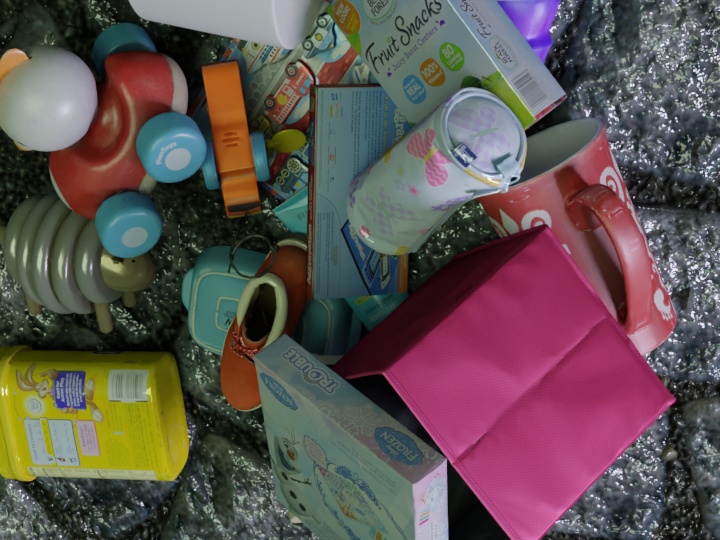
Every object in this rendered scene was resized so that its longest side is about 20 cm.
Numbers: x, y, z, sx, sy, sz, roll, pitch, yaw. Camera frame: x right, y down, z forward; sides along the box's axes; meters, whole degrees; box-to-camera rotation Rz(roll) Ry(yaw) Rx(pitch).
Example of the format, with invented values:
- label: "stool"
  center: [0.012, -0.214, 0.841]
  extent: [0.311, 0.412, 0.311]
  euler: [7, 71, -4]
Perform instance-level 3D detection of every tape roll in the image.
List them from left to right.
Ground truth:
- label: "tape roll"
  center: [-0.106, -0.303, 1.167]
  extent: [0.138, 0.203, 0.204]
  euler: [13, 114, 11]

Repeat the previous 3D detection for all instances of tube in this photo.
- label: "tube"
  center: [0.000, 0.000, 1.344]
  extent: [0.077, 0.050, 0.201]
  euler: [-34, 97, 4]

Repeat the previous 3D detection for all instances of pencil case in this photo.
- label: "pencil case"
  center: [0.064, -0.082, 1.186]
  extent: [0.091, 0.083, 0.200]
  euler: [44, 147, -8]

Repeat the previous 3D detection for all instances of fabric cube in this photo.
- label: "fabric cube"
  center: [0.110, 0.109, 1.188]
  extent: [0.201, 0.199, 0.196]
  euler: [52, 158, -5]

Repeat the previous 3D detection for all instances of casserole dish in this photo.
- label: "casserole dish"
  center: [-0.098, 0.047, 1.395]
  extent: [0.198, 0.039, 0.122]
  euler: [14, 114, 11]

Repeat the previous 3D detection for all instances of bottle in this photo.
- label: "bottle"
  center: [0.135, -0.250, 1.194]
  extent: [0.083, 0.065, 0.202]
  euler: [3, 112, 20]

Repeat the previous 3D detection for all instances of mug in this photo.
- label: "mug"
  center: [0.197, -0.011, 1.217]
  extent: [0.133, 0.178, 0.201]
  euler: [-23, 108, 17]

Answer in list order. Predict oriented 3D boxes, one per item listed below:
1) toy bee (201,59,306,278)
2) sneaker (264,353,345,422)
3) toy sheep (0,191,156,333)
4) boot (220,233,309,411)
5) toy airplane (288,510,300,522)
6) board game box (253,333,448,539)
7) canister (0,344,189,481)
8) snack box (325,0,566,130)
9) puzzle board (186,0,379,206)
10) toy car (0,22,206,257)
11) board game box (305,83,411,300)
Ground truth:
- label: "toy bee"
  center: [-0.125, -0.094, 1.301]
  extent: [0.130, 0.109, 0.202]
  euler: [12, 84, 0]
- label: "sneaker"
  center: [0.004, 0.125, 1.307]
  extent: [0.198, 0.081, 0.077]
  euler: [-8, 136, -5]
- label: "toy sheep"
  center: [-0.297, -0.017, 1.379]
  extent: [0.198, 0.138, 0.139]
  euler: [10, 114, 18]
- label: "boot"
  center: [-0.103, 0.067, 1.325]
  extent: [0.075, 0.107, 0.201]
  euler: [24, 117, 6]
- label: "toy airplane"
  center: [0.022, 0.206, 1.368]
  extent: [0.198, 0.142, 0.200]
  euler: [1, 144, 1]
- label: "board game box"
  center: [-0.006, 0.182, 1.174]
  extent: [0.200, 0.043, 0.200]
  euler: [35, 147, 34]
- label: "canister"
  center: [-0.296, 0.157, 1.469]
  extent: [0.198, 0.087, 0.150]
  euler: [0, 111, 14]
- label: "snack box"
  center: [0.072, -0.193, 1.195]
  extent: [0.201, 0.053, 0.142]
  euler: [54, 145, 0]
- label: "puzzle board"
  center: [-0.068, -0.173, 1.310]
  extent: [0.150, 0.017, 0.200]
  euler: [36, 116, -1]
- label: "toy car"
  center: [-0.275, -0.137, 1.245]
  extent: [0.199, 0.185, 0.177]
  euler: [11, 125, -38]
- label: "board game box"
  center: [-0.001, -0.075, 1.280]
  extent: [0.102, 0.019, 0.202]
  euler: [-4, 104, -23]
